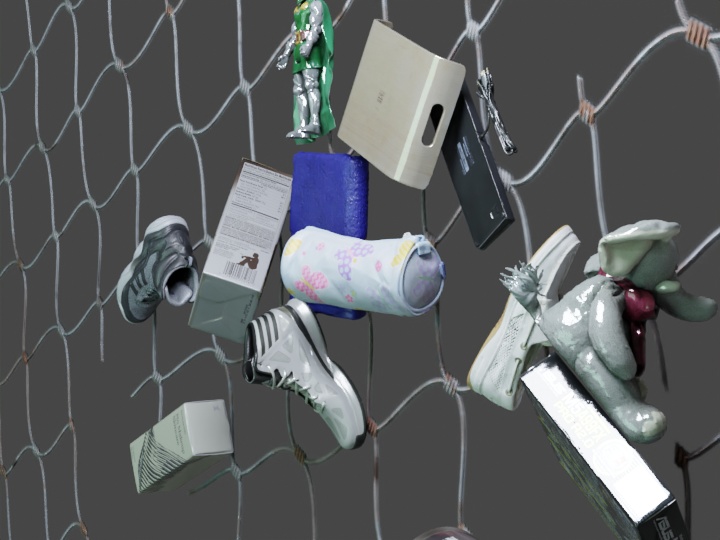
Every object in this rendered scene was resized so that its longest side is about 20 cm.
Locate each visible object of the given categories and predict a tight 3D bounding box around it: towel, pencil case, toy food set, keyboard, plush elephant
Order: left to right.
[{"bbox_3d":[-0.033,-0.044,1.934,0.147,0.049,0.203,9,100,53],"label":"towel"},{"bbox_3d":[0.000,0.000,1.803,0.198,0.083,0.092,5,114,41],"label":"pencil case"},{"bbox_3d":[0.048,-0.192,1.787,0.200,0.060,0.145,42,117,57],"label":"toy food set"},{"bbox_3d":[0.129,-0.137,1.705,0.127,0.020,0.202,-50,51,52],"label":"keyboard"},{"bbox_3d":[0.247,0.031,1.433,0.155,0.165,0.200,-41,87,7],"label":"plush elephant"}]

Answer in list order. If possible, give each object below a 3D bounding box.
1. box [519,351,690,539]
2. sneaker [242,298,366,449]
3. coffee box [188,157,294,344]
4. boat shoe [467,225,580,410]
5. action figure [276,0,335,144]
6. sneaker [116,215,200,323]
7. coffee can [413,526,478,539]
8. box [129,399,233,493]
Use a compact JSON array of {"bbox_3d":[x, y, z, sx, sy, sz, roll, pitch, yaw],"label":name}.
[{"bbox_3d":[0.232,0.191,1.447,0.200,0.044,0.161,54,176,43],"label":"box"},{"bbox_3d":[-0.080,0.143,1.912,0.202,0.114,0.076,61,148,11],"label":"sneaker"},{"bbox_3d":[-0.148,-0.026,1.978,0.114,0.079,0.202,112,174,-49],"label":"coffee box"},{"bbox_3d":[0.182,0.051,1.595,0.069,0.071,0.202,34,114,21],"label":"boat shoe"},{"bbox_3d":[-0.067,-0.269,1.976,0.118,0.054,0.203,-13,76,59],"label":"action figure"},{"bbox_3d":[-0.296,0.026,2.303,0.201,0.075,0.114,-61,41,33],"label":"sneaker"},{"bbox_3d":[0.133,0.364,1.595,0.199,0.145,0.149,19,107,54],"label":"coffee can"},{"bbox_3d":[-0.260,0.256,2.260,0.200,0.068,0.083,-39,59,51],"label":"box"}]
